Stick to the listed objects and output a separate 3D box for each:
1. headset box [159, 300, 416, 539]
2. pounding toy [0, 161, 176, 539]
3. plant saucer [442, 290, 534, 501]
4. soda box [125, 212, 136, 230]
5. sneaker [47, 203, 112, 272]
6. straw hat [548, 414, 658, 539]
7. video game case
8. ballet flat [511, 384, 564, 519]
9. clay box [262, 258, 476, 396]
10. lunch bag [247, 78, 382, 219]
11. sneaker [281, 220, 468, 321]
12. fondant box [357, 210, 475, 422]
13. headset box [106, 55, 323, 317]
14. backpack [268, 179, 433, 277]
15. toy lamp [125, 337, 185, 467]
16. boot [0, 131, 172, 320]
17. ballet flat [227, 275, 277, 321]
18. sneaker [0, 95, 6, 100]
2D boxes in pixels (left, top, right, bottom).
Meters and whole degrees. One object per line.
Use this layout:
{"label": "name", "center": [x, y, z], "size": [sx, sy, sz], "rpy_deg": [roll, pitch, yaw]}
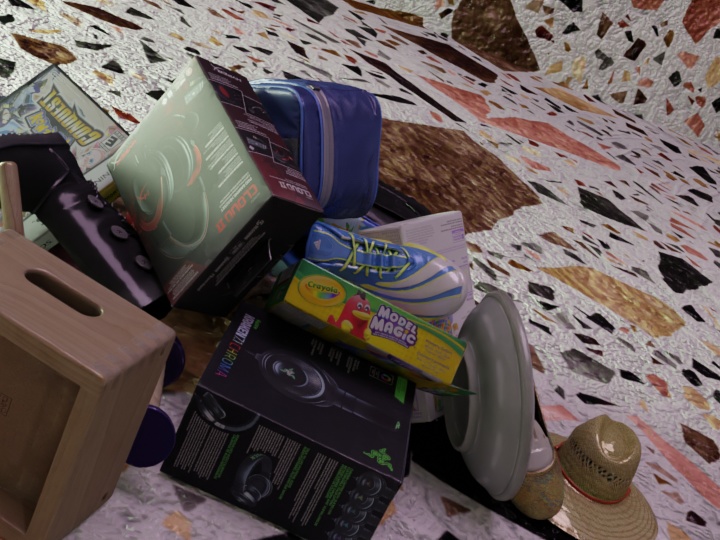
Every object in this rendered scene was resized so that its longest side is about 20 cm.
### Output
{"label": "headset box", "center": [-0.050, 0.138, 0.977], "size": [0.198, 0.094, 0.174], "rpy_deg": [26, 23, -3]}
{"label": "pounding toy", "center": [-0.248, 0.056, 0.815], "size": [0.198, 0.186, 0.142], "rpy_deg": [30, 22, 10]}
{"label": "plant saucer", "center": [0.116, 0.121, 1.084], "size": [0.049, 0.203, 0.201], "rpy_deg": [0, 28, -10]}
{"label": "soda box", "center": [-0.167, -0.037, 1.167], "size": [0.070, 0.064, 0.199], "rpy_deg": [34, 27, 17]}
{"label": "sneaker", "center": [-0.289, -0.059, 1.146], "size": [0.074, 0.091, 0.201], "rpy_deg": [13, 25, -28]}
{"label": "straw hat", "center": [0.254, 0.201, 1.184], "size": [0.199, 0.086, 0.202], "rpy_deg": [22, 23, -10]}
{"label": "video game case", "center": [-0.333, -0.109, 1.137], "size": [0.200, 0.180, 0.026], "rpy_deg": [41, -18, 31]}
{"label": "ballet flat", "center": [0.162, 0.157, 1.146], "size": [0.070, 0.071, 0.202], "rpy_deg": [15, 41, -24]}
{"label": "clay box", "center": [0.013, 0.058, 1.041], "size": [0.198, 0.048, 0.115], "rpy_deg": [26, -12, -11]}
{"label": "lunch bag", "center": [-0.091, -0.123, 1.125], "size": [0.198, 0.138, 0.131], "rpy_deg": [7, 7, 42]}
{"label": "sneaker", "center": [0.000, 0.000, 1.065], "size": [0.197, 0.077, 0.105], "rpy_deg": [13, 0, 26]}
{"label": "fondant box", "center": [0.069, 0.046, 1.183], "size": [0.058, 0.203, 0.144], "rpy_deg": [-8, 3, 31]}
{"label": "headset box", "center": [-0.132, -0.068, 1.017], "size": [0.075, 0.149, 0.201], "rpy_deg": [14, 38, -51]}
{"label": "backpack", "center": [-0.015, -0.041, 1.334], "size": [0.198, 0.149, 0.183], "rpy_deg": [23, 20, 2]}
{"label": "toy lamp", "center": [-0.178, 0.096, 0.951], "size": [0.057, 0.059, 0.200], "rpy_deg": [20, 13, -14]}
{"label": "boot", "center": [-0.262, -0.028, 0.999], "size": [0.201, 0.066, 0.165], "rpy_deg": [52, 29, 4]}
{"label": "ballet flat", "center": [-0.059, 0.049, 1.210], "size": [0.197, 0.069, 0.068], "rpy_deg": [7, 31, -17]}
{"label": "sneaker", "center": [-0.437, -0.197, 1.302], "size": [0.146, 0.078, 0.201], "rpy_deg": [41, 27, 26]}
